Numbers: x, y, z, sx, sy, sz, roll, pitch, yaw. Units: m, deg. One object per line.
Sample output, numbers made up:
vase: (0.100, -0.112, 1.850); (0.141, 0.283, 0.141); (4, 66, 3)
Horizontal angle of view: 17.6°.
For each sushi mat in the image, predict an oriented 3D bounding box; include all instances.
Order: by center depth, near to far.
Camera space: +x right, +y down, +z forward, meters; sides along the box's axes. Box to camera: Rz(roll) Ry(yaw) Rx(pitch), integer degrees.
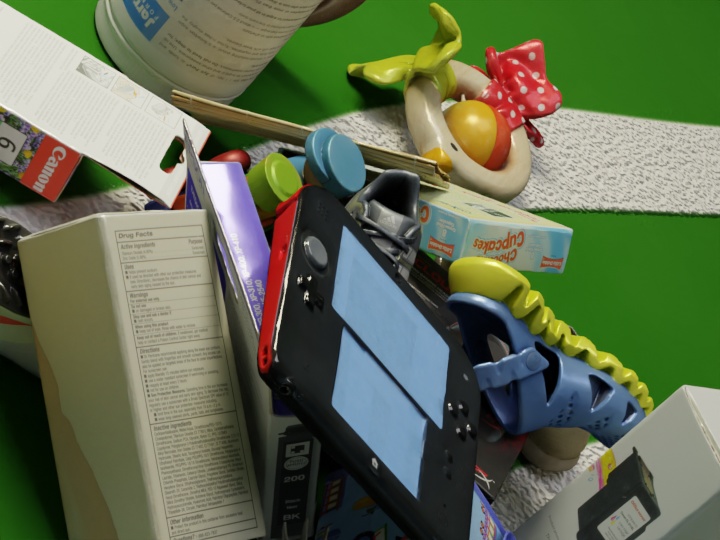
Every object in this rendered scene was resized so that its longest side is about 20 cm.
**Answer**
sushi mat: (-0.035, -0.092, 1.651); (0.200, 0.012, 0.096); (16, -2, 11)

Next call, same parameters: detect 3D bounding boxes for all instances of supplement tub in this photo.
supplement tub: (-0.089, -0.224, 1.691); (0.132, 0.200, 0.132); (29, 35, -23)

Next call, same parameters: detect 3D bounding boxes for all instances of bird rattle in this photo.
bird rattle: (0.086, -0.123, 1.902); (0.200, 0.113, 0.163); (28, 46, -46)

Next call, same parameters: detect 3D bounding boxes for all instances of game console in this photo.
game console: (0.010, 0.061, 1.387); (0.200, 0.031, 0.177); (49, 26, -30)

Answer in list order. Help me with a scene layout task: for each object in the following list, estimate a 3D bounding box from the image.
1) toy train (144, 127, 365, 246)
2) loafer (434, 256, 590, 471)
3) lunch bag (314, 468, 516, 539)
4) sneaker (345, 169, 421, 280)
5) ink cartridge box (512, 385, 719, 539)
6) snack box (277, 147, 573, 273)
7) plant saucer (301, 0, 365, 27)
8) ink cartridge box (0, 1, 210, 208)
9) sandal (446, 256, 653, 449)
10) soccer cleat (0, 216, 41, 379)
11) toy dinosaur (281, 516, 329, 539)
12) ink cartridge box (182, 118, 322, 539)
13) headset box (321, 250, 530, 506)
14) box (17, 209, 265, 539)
toy train: (-0.089, -0.041, 1.549); (0.200, 0.116, 0.085); (-20, 87, -55)
loafer: (0.123, 0.053, 1.734); (0.076, 0.068, 0.200); (0, 53, -48)
lunch bag: (0.060, 0.226, 1.471); (0.200, 0.094, 0.151); (51, 26, -24)
sneaker: (0.000, 0.000, 1.523); (0.074, 0.081, 0.200); (20, 33, -7)
ink cartridge box: (0.217, 0.171, 1.583); (0.146, 0.200, 0.083); (10, 46, -42)
snack box: (0.042, -0.044, 1.685); (0.116, 0.037, 0.200); (4, 14, -46)
plant saucer: (-0.070, -0.267, 1.761); (0.200, 0.200, 0.035); (38, 35, -10)
ink cartridge box: (-0.207, -0.104, 1.545); (0.200, 0.050, 0.109); (31, 34, -7)
sandal: (0.118, 0.075, 1.574); (0.200, 0.079, 0.087); (37, 70, -28)
soccer cleat: (-0.188, 0.038, 1.422); (0.200, 0.073, 0.068); (43, 54, -34)
toy dinosaur: (-0.038, 0.233, 1.300); (0.181, 0.105, 0.200); (17, 77, -2)
ink cartridge box: (-0.069, 0.037, 1.438); (0.043, 0.200, 0.198); (-12, 56, -13)
headset box: (0.046, 0.081, 1.612); (0.149, 0.075, 0.200); (41, 33, -2)
box: (-0.128, 0.069, 1.361); (0.095, 0.078, 0.201); (-3, 82, -49)
